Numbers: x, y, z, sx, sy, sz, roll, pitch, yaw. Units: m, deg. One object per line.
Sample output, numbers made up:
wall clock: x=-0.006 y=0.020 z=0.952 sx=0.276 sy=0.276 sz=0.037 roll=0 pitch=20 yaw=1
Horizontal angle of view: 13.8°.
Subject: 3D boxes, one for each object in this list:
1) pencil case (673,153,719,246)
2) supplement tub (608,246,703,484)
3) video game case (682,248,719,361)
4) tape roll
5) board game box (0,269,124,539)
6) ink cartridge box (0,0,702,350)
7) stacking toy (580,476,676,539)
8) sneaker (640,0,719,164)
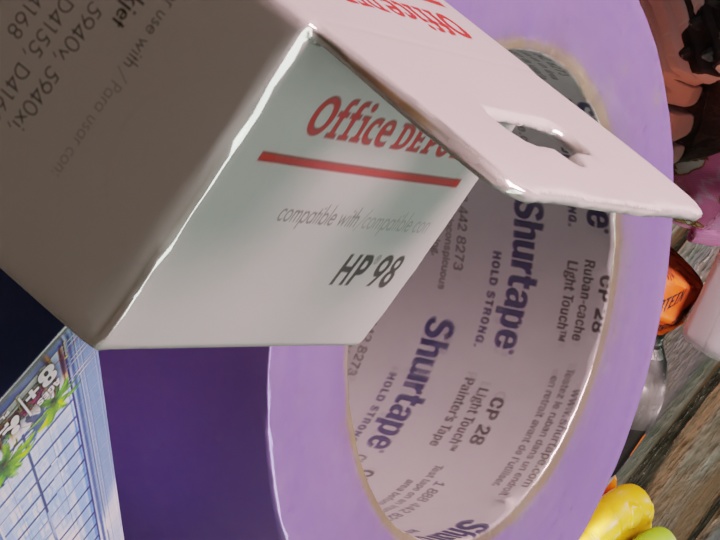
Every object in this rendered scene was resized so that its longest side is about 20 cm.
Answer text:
pencil case: x=0.169 y=-0.101 z=1.129 sx=0.087 sy=0.083 sz=0.200 roll=-37 pitch=158 yaw=-48
supplement tub: x=0.021 y=0.058 z=1.019 sx=0.200 sy=0.123 sz=0.123 roll=-55 pitch=161 yaw=11
video game case: x=0.188 y=-0.071 z=1.027 sx=0.200 sy=0.023 sz=0.182 roll=-24 pitch=140 yaw=-59
tape roll: x=0.000 y=0.000 z=0.790 sx=0.200 sy=0.085 sz=0.200 roll=-26 pitch=121 yaw=-53
board game box: x=-0.124 y=0.097 z=0.670 sx=0.200 sy=0.062 sz=0.200 roll=-49 pitch=160 yaw=-9
ink cartridge box: x=-0.046 y=-0.046 z=0.535 sx=0.067 sy=0.200 sz=0.116 roll=-54 pitch=161 yaw=13
stacking toy: x=0.105 y=0.137 z=1.242 sx=0.110 sy=0.200 sz=0.116 roll=-50 pitch=163 yaw=-4
sneaker: x=0.138 y=-0.089 z=1.018 sx=0.090 sy=0.066 sz=0.200 roll=-12 pitch=164 yaw=-16
